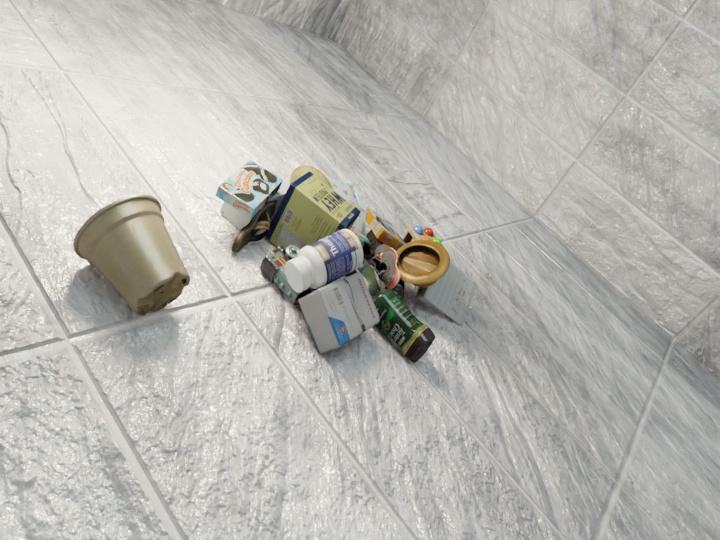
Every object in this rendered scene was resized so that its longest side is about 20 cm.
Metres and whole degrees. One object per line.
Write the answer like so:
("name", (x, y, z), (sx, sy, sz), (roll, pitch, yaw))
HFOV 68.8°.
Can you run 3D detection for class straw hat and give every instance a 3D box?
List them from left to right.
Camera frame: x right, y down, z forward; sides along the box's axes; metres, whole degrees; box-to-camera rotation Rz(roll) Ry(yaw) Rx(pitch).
("straw hat", (-0.175, -0.217, 1.654), (0.199, 0.203, 0.085), (38, 45, 9))

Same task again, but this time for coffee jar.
("coffee jar", (0.115, 0.157, 1.486), (0.200, 0.106, 0.084), (44, 36, 18))

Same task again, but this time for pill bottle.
("pill bottle", (-0.095, -0.022, 1.360), (0.197, 0.113, 0.111), (-27, 62, -34))

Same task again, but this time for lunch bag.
("lunch bag", (-0.075, -0.200, 1.789), (0.167, 0.121, 0.206), (6, 56, -45))

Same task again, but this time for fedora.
("fedora", (0.192, -0.009, 1.674), (0.193, 0.083, 0.205), (-9, 45, 8))

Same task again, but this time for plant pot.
("plant pot", (-0.462, -0.019, 1.106), (0.185, 0.200, 0.199), (52, 33, 10))

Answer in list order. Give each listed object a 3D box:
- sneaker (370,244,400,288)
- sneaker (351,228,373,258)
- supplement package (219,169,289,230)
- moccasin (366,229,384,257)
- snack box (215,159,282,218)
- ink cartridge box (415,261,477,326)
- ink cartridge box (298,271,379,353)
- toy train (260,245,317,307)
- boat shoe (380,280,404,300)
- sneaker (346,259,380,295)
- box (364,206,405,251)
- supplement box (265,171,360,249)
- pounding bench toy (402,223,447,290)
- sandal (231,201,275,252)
("sneaker", (0.069, -0.031, 1.635), (0.081, 0.077, 0.202), (33, 20, -28))
("sneaker", (-0.032, -0.095, 1.707), (0.196, 0.072, 0.080), (19, 24, -40))
("supplement package", (-0.307, -0.208, 1.574), (0.109, 0.115, 0.199), (38, 32, 9))
("moccasin", (0.076, -0.062, 1.789), (0.077, 0.074, 0.203), (22, 26, -45))
("snack box", (-0.305, -0.231, 1.463), (0.114, 0.038, 0.202), (31, 35, -3))
("ink cartridge box", (0.290, 0.066, 1.764), (0.198, 0.056, 0.167), (37, 69, -31))
("ink cartridge box", (-0.051, 0.105, 1.364), (0.198, 0.083, 0.149), (-22, 89, -55))
("toy train", (-0.181, 0.019, 1.420), (0.200, 0.086, 0.113), (46, 46, 15))
("boat shoe", (0.102, 0.067, 1.634), (0.070, 0.067, 0.202), (26, 28, -5))
("sneaker", (0.000, 0.000, 1.637), (0.088, 0.068, 0.203), (10, 41, -41))
("box", (0.078, -0.144, 1.804), (0.117, 0.042, 0.202), (30, 20, -32))
("supplement box", (-0.140, -0.136, 1.545), (0.197, 0.202, 0.135), (36, 32, 2))
("pounding bench toy", (0.218, -0.042, 1.814), (0.121, 0.158, 0.203), (4, 41, -40))
("sandal", (-0.288, -0.114, 1.468), (0.053, 0.083, 0.202), (29, 44, 4))
